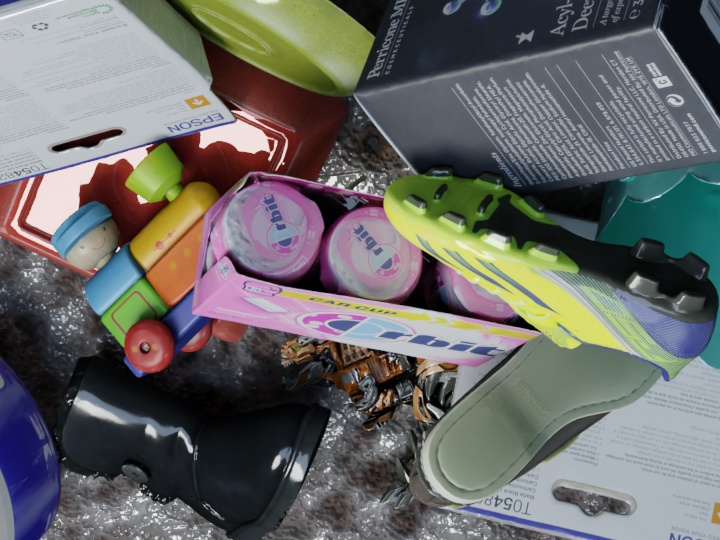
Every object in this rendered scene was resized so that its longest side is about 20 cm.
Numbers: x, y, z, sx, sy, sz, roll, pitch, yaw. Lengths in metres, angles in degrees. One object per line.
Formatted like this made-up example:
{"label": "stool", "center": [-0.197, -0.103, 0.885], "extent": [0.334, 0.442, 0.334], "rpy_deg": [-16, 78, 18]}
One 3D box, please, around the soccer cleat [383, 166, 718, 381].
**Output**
{"label": "soccer cleat", "center": [0.101, 0.007, 1.176], "extent": [0.198, 0.065, 0.084], "rpy_deg": [21, 129, 3]}

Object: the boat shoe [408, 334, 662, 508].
{"label": "boat shoe", "center": [0.110, 0.075, 1.279], "extent": [0.072, 0.200, 0.061], "rpy_deg": [55, 156, 4]}

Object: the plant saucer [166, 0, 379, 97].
{"label": "plant saucer", "center": [-0.070, -0.154, 1.249], "extent": [0.199, 0.200, 0.031], "rpy_deg": [30, 85, -6]}

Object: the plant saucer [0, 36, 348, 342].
{"label": "plant saucer", "center": [-0.136, -0.064, 1.386], "extent": [0.199, 0.037, 0.201], "rpy_deg": [25, 116, -3]}

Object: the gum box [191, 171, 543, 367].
{"label": "gum box", "center": [0.000, 0.000, 1.241], "extent": [0.198, 0.113, 0.067], "rpy_deg": [11, 75, -15]}

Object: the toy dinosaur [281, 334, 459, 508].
{"label": "toy dinosaur", "center": [0.047, 0.080, 1.399], "extent": [0.198, 0.102, 0.137], "rpy_deg": [3, 100, 31]}

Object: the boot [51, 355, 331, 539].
{"label": "boot", "center": [-0.121, 0.111, 1.405], "extent": [0.167, 0.077, 0.200], "rpy_deg": [26, 154, -6]}

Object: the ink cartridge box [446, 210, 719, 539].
{"label": "ink cartridge box", "center": [0.161, 0.074, 1.343], "extent": [0.198, 0.041, 0.202], "rpy_deg": [13, 83, 2]}

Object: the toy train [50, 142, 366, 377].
{"label": "toy train", "center": [-0.100, -0.036, 1.339], "extent": [0.200, 0.085, 0.116], "rpy_deg": [-43, 86, 18]}

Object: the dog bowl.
{"label": "dog bowl", "center": [-0.305, 0.130, 1.440], "extent": [0.198, 0.079, 0.202], "rpy_deg": [17, 125, 26]}

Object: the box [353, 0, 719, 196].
{"label": "box", "center": [0.119, -0.136, 1.174], "extent": [0.199, 0.149, 0.107], "rpy_deg": [-10, 137, 37]}

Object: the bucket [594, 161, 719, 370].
{"label": "bucket", "center": [0.239, -0.047, 1.237], "extent": [0.205, 0.136, 0.208], "rpy_deg": [7, 148, 4]}

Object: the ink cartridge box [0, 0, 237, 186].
{"label": "ink cartridge box", "center": [-0.201, -0.121, 1.279], "extent": [0.198, 0.041, 0.200], "rpy_deg": [-13, 157, 16]}
